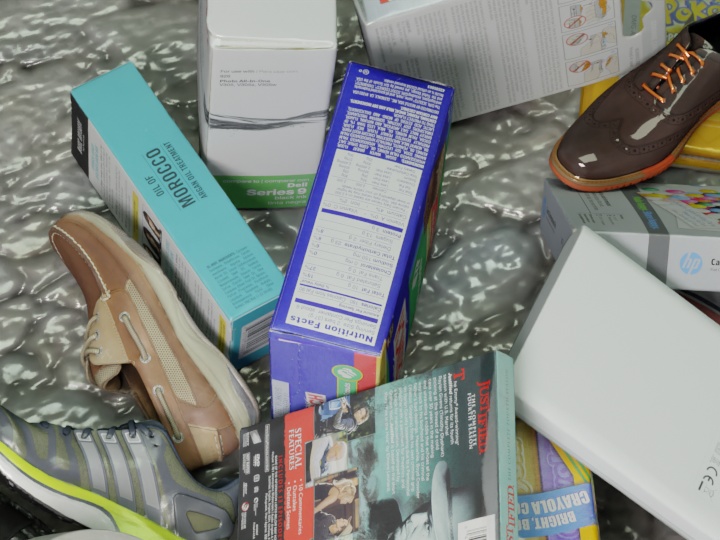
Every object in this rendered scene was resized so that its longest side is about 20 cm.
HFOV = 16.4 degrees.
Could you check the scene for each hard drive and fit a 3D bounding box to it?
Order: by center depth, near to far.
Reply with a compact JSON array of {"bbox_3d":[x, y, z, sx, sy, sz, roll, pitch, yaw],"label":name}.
[{"bbox_3d":[0.185,0.081,1.518,0.200,0.026,0.132,36,56,-9],"label":"hard drive"}]

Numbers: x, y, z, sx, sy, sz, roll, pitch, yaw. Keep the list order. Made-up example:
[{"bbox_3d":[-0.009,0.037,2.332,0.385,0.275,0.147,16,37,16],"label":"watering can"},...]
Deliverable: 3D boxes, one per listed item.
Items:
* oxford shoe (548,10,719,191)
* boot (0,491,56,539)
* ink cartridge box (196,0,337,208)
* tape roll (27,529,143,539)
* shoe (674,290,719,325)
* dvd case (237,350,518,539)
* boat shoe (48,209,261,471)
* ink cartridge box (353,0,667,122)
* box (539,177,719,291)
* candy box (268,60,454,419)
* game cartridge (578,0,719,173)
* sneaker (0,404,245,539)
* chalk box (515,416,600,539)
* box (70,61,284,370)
[{"bbox_3d":[0.204,-0.124,1.679,0.200,0.073,0.071,-36,61,-25],"label":"oxford shoe"},{"bbox_3d":[-0.240,0.227,1.493,0.158,0.079,0.211,29,54,4],"label":"boot"},{"bbox_3d":[-0.063,-0.151,1.639,0.084,0.200,0.146,0,63,-6],"label":"ink cartridge box"},{"bbox_3d":[-0.156,0.249,1.436,0.202,0.037,0.203,12,73,-44],"label":"tape roll"},{"bbox_3d":[0.240,0.087,1.612,0.091,0.072,0.200,-41,71,-20],"label":"shoe"},{"bbox_3d":[0.007,0.139,1.469,0.200,0.022,0.146,-20,59,36],"label":"dvd case"},{"bbox_3d":[-0.145,0.045,1.603,0.072,0.076,0.200,-33,68,-17],"label":"boat shoe"},{"bbox_3d":[0.101,-0.168,1.663,0.200,0.162,0.050,-18,65,0],"label":"ink cartridge box"},{"bbox_3d":[0.225,-0.022,1.630,0.199,0.156,0.041,4,104,-3],"label":"box"},{"bbox_3d":[0.000,0.000,1.583,0.077,0.169,0.200,14,62,5],"label":"candy box"},{"bbox_3d":[0.247,-0.161,1.765,0.176,0.032,0.200,8,63,-1],"label":"game cartridge"},{"bbox_3d":[-0.160,0.119,1.534,0.200,0.074,0.081,33,79,-15],"label":"sneaker"},{"bbox_3d":[0.077,0.189,1.515,0.123,0.125,0.200,0,61,-5],"label":"chalk box"},{"bbox_3d":[-0.119,-0.034,1.641,0.049,0.082,0.200,-28,68,-19],"label":"box"}]
